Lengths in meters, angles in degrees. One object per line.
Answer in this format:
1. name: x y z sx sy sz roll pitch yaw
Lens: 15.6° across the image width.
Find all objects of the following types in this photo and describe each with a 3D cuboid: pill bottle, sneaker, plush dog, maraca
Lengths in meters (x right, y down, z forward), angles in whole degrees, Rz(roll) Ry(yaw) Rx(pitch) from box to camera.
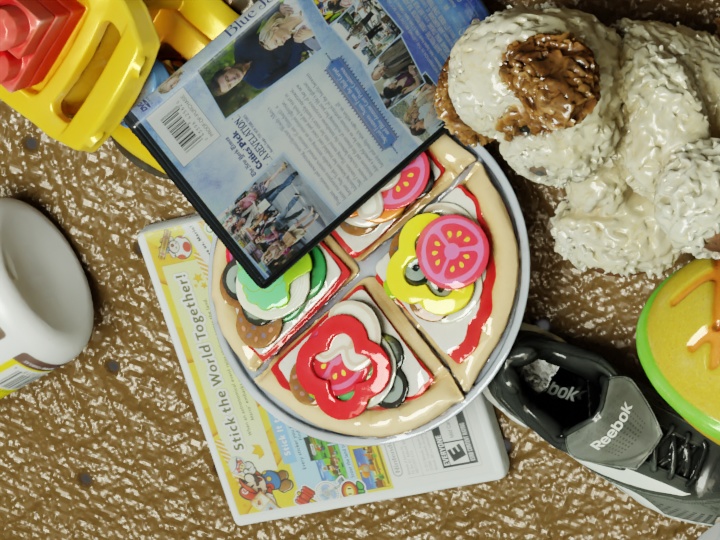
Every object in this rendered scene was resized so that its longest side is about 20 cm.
1. pill bottle: -0.269 0.043 1.606 0.199 0.109 0.110 -28 101 23
2. sneaker: 0.154 0.094 1.512 0.199 0.090 0.067 29 92 4
3. plush dog: 0.129 -0.092 1.411 0.171 0.200 0.161 17 80 -17
4. maraca: 0.247 0.056 1.449 0.199 0.137 0.107 29 149 24

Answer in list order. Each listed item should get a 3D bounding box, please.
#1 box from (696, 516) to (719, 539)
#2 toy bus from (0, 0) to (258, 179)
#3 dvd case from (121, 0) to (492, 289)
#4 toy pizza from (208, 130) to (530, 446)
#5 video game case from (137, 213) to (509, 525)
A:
1. box: 0.251 0.227 1.493 0.176 0.097 0.200 36 151 -2
2. toy bus: -0.147 -0.130 1.454 0.200 0.192 0.136 39 114 7
3. dvd case: -0.017 -0.100 1.448 0.200 0.018 0.143 -41 129 -5
4. toy pizza: 0.000 0.000 1.510 0.199 0.032 0.201 -2 84 21
5. video game case: -0.022 0.049 1.588 0.181 0.023 0.201 -12 108 19
